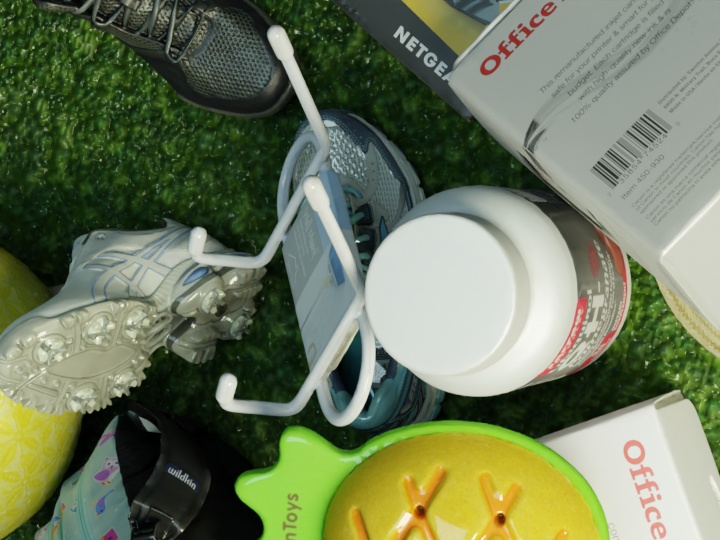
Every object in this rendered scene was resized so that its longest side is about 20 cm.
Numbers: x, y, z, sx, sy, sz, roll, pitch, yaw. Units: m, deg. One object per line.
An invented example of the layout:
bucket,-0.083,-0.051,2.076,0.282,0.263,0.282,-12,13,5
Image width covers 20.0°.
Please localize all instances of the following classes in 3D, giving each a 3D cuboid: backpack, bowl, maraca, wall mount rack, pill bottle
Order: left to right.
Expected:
bowl,-0.219,0.061,1.252,0.107,0.200,0.201,-17,82,-22
backpack,-0.111,0.168,1.183,0.127,0.167,0.200,-47,35,11
wall mount rack,-0.036,-0.022,1.095,0.201,0.074,0.174,-105,33,-42
maraca,0.031,0.143,1.069,0.198,0.107,0.138,5,103,7
pill bottle,0.073,0.010,1.101,0.110,0.200,0.112,1,91,21

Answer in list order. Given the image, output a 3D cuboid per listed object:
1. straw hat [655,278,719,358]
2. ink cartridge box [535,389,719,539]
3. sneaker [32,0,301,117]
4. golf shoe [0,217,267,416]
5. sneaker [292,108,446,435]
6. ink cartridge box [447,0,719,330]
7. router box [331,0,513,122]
straw hat,0.241,-0.022,1.097,0.200,0.085,0.203,0,89,21
ink cartridge box,0.109,0.170,1.150,0.199,0.086,0.147,-22,82,21
sneaker,-0.131,-0.158,1.228,0.199,0.114,0.076,39,105,15
golf shoe,-0.153,0.021,1.201,0.097,0.199,0.079,38,124,27
sneaker,0.000,0.000,1.190,0.077,0.086,0.201,-17,84,20
ink cartridge box,0.163,-0.088,1.072,0.147,0.083,0.200,-45,45,1
router box,0.047,-0.208,1.190,0.200,0.052,0.158,42,104,16
